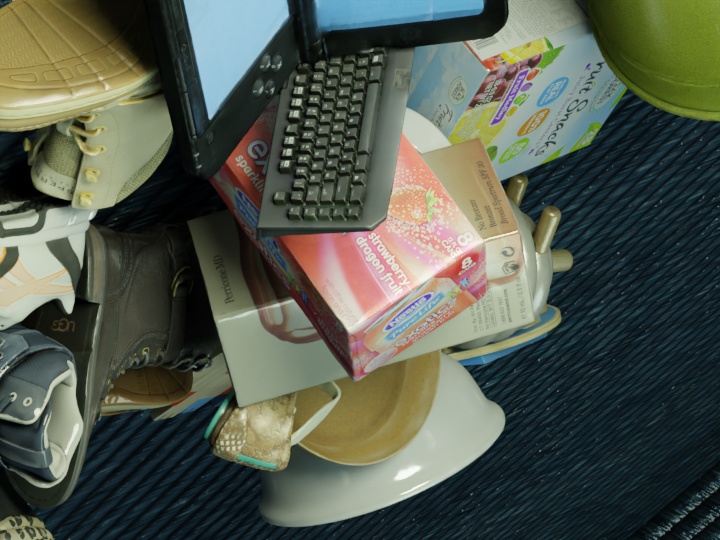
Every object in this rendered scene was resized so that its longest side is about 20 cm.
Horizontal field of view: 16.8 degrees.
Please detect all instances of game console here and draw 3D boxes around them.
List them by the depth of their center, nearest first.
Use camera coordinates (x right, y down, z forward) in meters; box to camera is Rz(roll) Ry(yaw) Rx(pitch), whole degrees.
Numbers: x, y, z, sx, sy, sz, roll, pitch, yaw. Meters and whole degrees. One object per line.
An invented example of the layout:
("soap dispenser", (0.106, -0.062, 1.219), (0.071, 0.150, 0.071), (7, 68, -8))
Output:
("game console", (-0.016, -0.152, 1.251), (0.176, 0.116, 0.200), (-56, 154, -31))

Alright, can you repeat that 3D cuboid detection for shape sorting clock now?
("shape sorting clock", (0.066, 0.052, 1.994), (0.199, 0.039, 0.200), (-10, -176, 1))

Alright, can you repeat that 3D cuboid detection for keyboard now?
("keyboard", (-0.033, -0.105, 1.364), (0.126, 0.201, 0.021), (-3, 145, 18))

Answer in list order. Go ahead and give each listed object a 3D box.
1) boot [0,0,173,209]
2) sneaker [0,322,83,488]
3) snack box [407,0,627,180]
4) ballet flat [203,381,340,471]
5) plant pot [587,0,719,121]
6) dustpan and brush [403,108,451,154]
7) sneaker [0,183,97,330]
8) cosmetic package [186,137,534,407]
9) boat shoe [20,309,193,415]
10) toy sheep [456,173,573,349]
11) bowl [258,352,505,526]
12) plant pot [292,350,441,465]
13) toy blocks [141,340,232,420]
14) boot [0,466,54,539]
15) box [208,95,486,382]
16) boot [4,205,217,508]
("boot", (-0.156, -0.088, 1.320), (0.200, 0.073, 0.156), (-32, 164, -44))
("sneaker", (-0.256, 0.094, 1.418), (0.202, 0.146, 0.077), (-40, 146, -29))
("snack box", (0.111, -0.134, 1.699), (0.200, 0.068, 0.169), (-24, 158, -36))
("ballet flat", (-0.037, 0.059, 1.618), (0.200, 0.065, 0.071), (-60, -179, -37))
("plant pot", (0.215, -0.225, 1.504), (0.200, 0.201, 0.193), (-37, 150, 2))
("dustpan and brush", (0.012, -0.084, 1.614), (0.057, 0.139, 0.201), (-49, 144, -42))
("sneaker", (-0.225, 0.002, 1.377), (0.200, 0.074, 0.080), (-11, 112, -49))
("cosmetic package", (0.000, 0.000, 1.548), (0.199, 0.104, 0.087), (-17, 134, -4))
("boat shoe", (-0.207, 0.069, 1.612), (0.199, 0.072, 0.072), (2, 162, -45))
("toy sheep", (0.086, -0.005, 1.877), (0.199, 0.138, 0.138), (-1, 145, -30))
("bowl", (0.002, 0.107, 1.828), (0.200, 0.091, 0.201), (-20, -167, 5))
("plant pot", (-0.023, 0.041, 1.714), (0.027, 0.201, 0.200), (-19, 178, 44))
("toy blocks", (-0.108, 0.058, 1.765), (0.137, 0.100, 0.200), (-33, 166, 30))
("boot", (-0.285, 0.137, 1.512), (0.073, 0.154, 0.203), (-46, 158, 30))
("box", (-0.019, -0.050, 1.455), (0.102, 0.200, 0.095), (-32, 161, -10))
("boot", (-0.147, 0.053, 1.568), (0.174, 0.069, 0.201), (6, 94, -59))
